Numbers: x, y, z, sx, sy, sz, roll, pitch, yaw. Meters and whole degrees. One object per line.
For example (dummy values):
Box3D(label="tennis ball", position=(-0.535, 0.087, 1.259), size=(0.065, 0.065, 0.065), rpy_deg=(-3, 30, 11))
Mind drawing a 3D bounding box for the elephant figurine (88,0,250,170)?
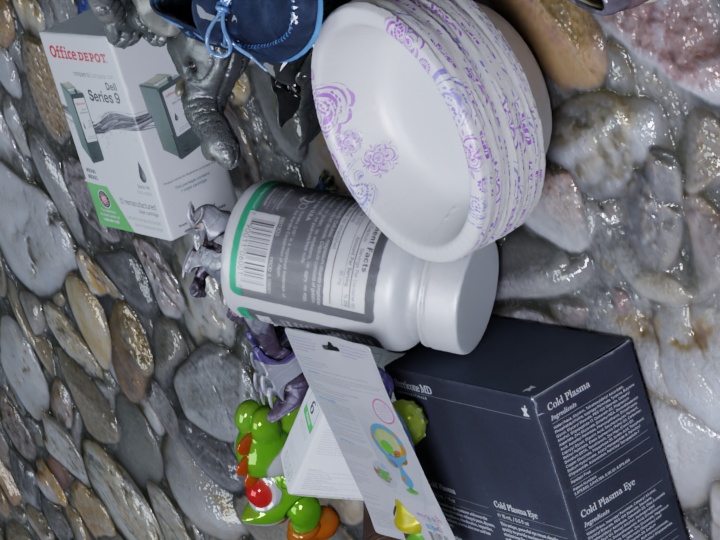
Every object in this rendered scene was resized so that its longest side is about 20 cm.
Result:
Box3D(label="elephant figurine", position=(-0.130, -0.210, 1.656), size=(0.200, 0.141, 0.156), rpy_deg=(41, 160, 45))

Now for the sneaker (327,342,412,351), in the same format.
Box3D(label="sneaker", position=(0.004, 0.020, 1.704), size=(0.091, 0.076, 0.201), rpy_deg=(50, 141, 34))

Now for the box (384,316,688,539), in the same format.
Box3D(label="box", position=(0.136, 0.144, 1.543), size=(0.199, 0.104, 0.183), rpy_deg=(9, 122, 56))

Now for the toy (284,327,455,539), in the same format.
Box3D(label="toy", position=(0.022, 0.128, 1.562), size=(0.115, 0.047, 0.201), rpy_deg=(9, 126, 53))

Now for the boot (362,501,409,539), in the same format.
Box3D(label="boot", position=(0.071, 0.255, 1.786), size=(0.200, 0.064, 0.188), rpy_deg=(-43, 63, 58))

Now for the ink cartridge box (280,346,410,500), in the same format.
Box3D(label="ink cartridge box", position=(0.013, 0.111, 1.689), size=(0.051, 0.108, 0.201), rpy_deg=(-107, 31, -46))

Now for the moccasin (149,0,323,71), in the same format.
Box3D(label="moccasin", position=(-0.097, -0.188, 1.473), size=(0.200, 0.068, 0.081), rpy_deg=(4, 91, 59))

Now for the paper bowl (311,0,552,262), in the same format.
Box3D(label="paper bowl", position=(0.061, -0.116, 1.444), size=(0.200, 0.104, 0.202), rpy_deg=(39, 144, 36))

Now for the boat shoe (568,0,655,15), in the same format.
Box3D(label="boat shoe", position=(0.118, -0.225, 1.295), size=(0.200, 0.065, 0.072), rpy_deg=(41, 147, 36))

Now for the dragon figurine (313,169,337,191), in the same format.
Box3D(label="dragon figurine", position=(-0.068, -0.028, 1.737), size=(0.059, 0.099, 0.200), rpy_deg=(57, 151, 9))

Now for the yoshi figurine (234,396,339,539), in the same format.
Box3D(label="yoshi figurine", position=(-0.066, 0.179, 1.949), size=(0.201, 0.111, 0.113), rpy_deg=(75, -167, -49))

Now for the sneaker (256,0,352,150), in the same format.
Box3D(label="sneaker", position=(-0.035, -0.181, 1.510), size=(0.060, 0.104, 0.200), rpy_deg=(45, 168, 24))

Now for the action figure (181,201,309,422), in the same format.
Box3D(label="action figure", position=(-0.100, 0.025, 1.697), size=(0.201, 0.069, 0.130), rpy_deg=(63, 170, -24))

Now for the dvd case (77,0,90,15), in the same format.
Box3D(label="dvd case", position=(-0.212, -0.210, 1.904), size=(0.200, 0.017, 0.143), rpy_deg=(47, 147, 28))

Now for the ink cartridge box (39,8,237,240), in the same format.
Box3D(label="ink cartridge box", position=(-0.207, -0.142, 1.846), size=(0.146, 0.084, 0.201), rpy_deg=(12, 123, 54))

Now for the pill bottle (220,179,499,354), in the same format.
Box3D(label="pill bottle", position=(0.000, 0.000, 1.555), size=(0.199, 0.113, 0.114), rpy_deg=(12, 130, 21))
